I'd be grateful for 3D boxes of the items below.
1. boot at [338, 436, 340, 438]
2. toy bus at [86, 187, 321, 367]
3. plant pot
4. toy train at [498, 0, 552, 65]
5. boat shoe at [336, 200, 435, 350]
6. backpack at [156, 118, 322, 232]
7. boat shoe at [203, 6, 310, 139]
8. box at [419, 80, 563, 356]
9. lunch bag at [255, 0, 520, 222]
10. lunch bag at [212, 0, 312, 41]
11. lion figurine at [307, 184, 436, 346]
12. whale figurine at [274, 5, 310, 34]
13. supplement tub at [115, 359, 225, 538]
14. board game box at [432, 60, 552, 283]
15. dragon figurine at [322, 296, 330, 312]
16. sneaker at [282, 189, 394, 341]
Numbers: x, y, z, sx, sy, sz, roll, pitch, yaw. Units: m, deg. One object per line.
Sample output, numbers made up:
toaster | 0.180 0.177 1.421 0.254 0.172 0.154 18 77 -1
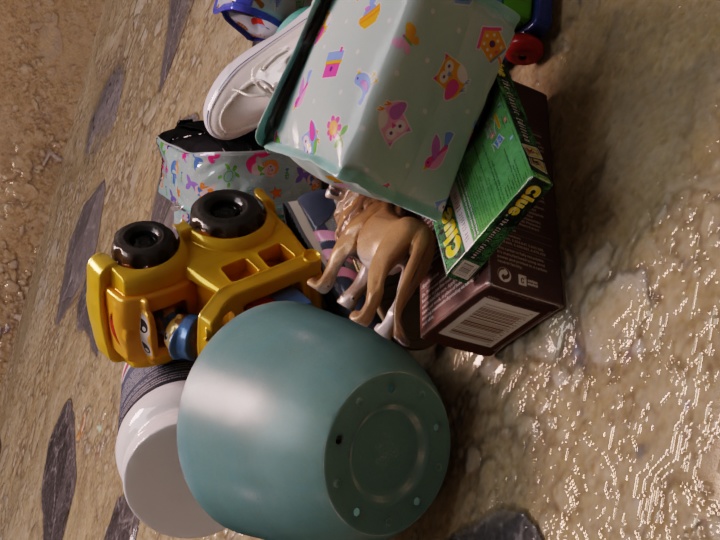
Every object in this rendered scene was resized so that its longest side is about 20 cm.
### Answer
boot | -0.061 0.194 1.143 0.200 0.072 0.091 130 143 -57
toy bus | -0.123 0.040 1.074 0.192 0.198 0.137 41 142 39
plant pot | -0.023 0.132 0.950 0.160 0.199 0.203 5 79 54
toy train | 0.071 -0.208 1.045 0.200 0.115 0.086 -29 48 57
boat shoe | 0.026 -0.020 1.052 0.065 0.070 0.202 106 148 -69
backpack | -0.132 -0.102 1.351 0.199 0.176 0.153 12 108 61
boat shoe | -0.075 -0.192 1.217 0.201 0.075 0.086 -35 41 8
box | 0.099 -0.046 0.937 0.100 0.074 0.202 -41 41 50
lunch bag | 0.004 -0.148 0.907 0.200 0.121 0.172 30 98 56
lunch bag | -0.100 -0.365 1.413 0.200 0.122 0.172 7 -82 -79
lion figurine | 0.020 -0.020 0.938 0.123 0.072 0.200 -58 31 1
whale figurine | -0.033 -0.244 1.307 0.199 0.103 0.161 -10 65 61
supplement tub | -0.165 0.149 1.146 0.200 0.139 0.142 -110 42 -66
board game box | 0.083 -0.096 0.893 0.105 0.023 0.201 -48 34 32
dragon figurine | -0.045 0.023 1.217 0.099 0.058 0.203 4 78 65
sneaker | 0.000 0.000 1.114 0.201 0.081 0.070 61 165 24
